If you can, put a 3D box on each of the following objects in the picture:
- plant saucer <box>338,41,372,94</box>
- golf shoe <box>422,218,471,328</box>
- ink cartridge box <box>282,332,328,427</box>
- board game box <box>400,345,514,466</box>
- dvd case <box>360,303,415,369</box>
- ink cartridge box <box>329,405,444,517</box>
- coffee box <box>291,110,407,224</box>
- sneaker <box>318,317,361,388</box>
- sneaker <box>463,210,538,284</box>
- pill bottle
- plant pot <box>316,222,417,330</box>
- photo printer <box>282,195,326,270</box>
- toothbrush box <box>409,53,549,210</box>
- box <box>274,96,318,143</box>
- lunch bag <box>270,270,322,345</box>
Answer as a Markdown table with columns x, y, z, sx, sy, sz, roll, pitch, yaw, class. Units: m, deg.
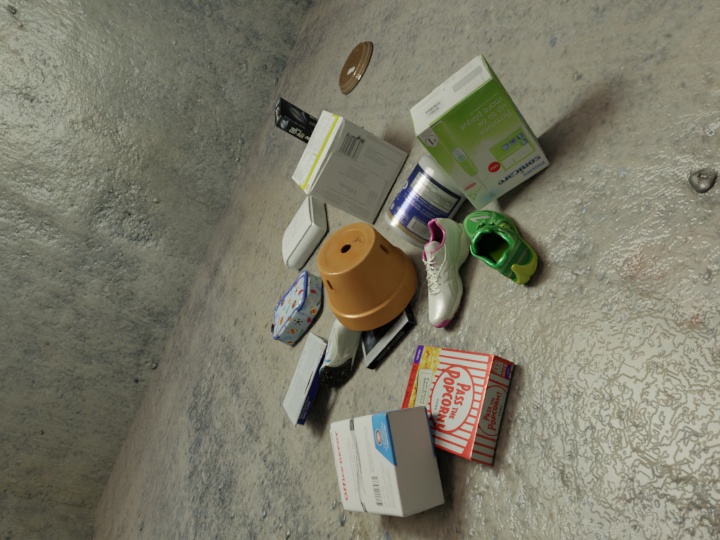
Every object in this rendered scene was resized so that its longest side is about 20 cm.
| x | y | z | sx | sy | sz | roll | pitch | yaw | class |
| --- | --- | --- | --- | --- | --- | --- | --- | --- | --- |
| -0.022 | -0.727 | 1.954 | 0.200 | 0.029 | 0.203 | -42 | 36 | 40 | plant saucer |
| 0.142 | 0.000 | 0.995 | 0.075 | 0.090 | 0.204 | -15 | 58 | 56 | golf shoe |
| -0.122 | 0.260 | 1.315 | 0.200 | 0.043 | 0.200 | -69 | 17 | -5 | ink cartridge box |
| 0.144 | 0.205 | 0.875 | 0.199 | 0.046 | 0.155 | -7 | 64 | 61 | board game box |
| 0.047 | 0.089 | 1.180 | 0.151 | 0.024 | 0.202 | -52 | 31 | 28 | dvd case |
| 0.036 | 0.309 | 0.894 | 0.199 | 0.083 | 0.148 | -32 | 64 | 56 | ink cartridge box |
| -0.035 | -0.269 | 1.421 | 0.203 | 0.197 | 0.198 | -62 | 26 | 10 | coffee box |
| -0.044 | 0.176 | 1.220 | 0.073 | 0.070 | 0.203 | -88 | 16 | -64 | sneaker |
| 0.217 | -0.054 | 0.901 | 0.075 | 0.082 | 0.201 | -58 | 27 | 17 | sneaker |
| 0.146 | -0.155 | 1.076 | 0.202 | 0.118 | 0.120 | -56 | 28 | 20 | pill bottle |
| 0.000 | 0.000 | 1.122 | 0.197 | 0.141 | 0.203 | -21 | 40 | 19 | plant pot |
| -0.183 | -0.112 | 1.724 | 0.201 | 0.068 | 0.168 | -52 | 30 | 29 | photo printer |
| 0.197 | -0.221 | 0.907 | 0.144 | 0.199 | 0.087 | -31 | 40 | 24 | toothbrush box |
| -0.211 | -0.519 | 1.955 | 0.044 | 0.197 | 0.162 | -49 | 30 | 28 | box |
| -0.183 | 0.105 | 1.553 | 0.200 | 0.075 | 0.162 | -47 | 30 | 33 | lunch bag |
